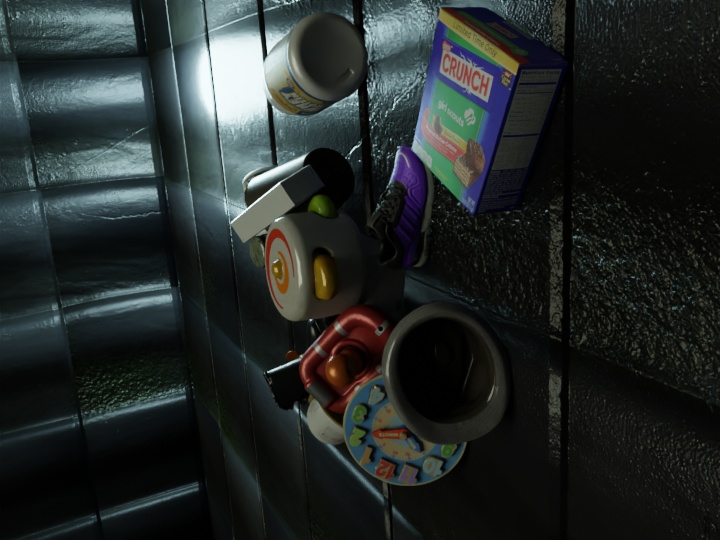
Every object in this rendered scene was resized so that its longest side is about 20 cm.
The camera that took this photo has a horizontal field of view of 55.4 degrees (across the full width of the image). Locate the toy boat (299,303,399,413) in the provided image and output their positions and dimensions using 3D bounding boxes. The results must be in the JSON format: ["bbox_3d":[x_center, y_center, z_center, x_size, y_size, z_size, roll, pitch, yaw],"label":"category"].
[{"bbox_3d":[-0.018,0.149,1.111,0.130,0.131,0.200,43,106,4],"label":"toy boat"}]

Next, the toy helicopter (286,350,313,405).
[{"bbox_3d":[-0.120,0.270,1.625,0.132,0.079,0.201,48,154,38],"label":"toy helicopter"}]

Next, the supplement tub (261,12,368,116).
[{"bbox_3d":[-0.088,-0.356,1.214,0.200,0.144,0.145,0,100,65],"label":"supplement tub"}]

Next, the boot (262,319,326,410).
[{"bbox_3d":[-0.126,0.197,1.441,0.073,0.162,0.199,-122,12,-50],"label":"boot"}]

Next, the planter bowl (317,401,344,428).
[{"bbox_3d":[0.020,0.186,1.222,0.083,0.199,0.202,-40,-56,-75],"label":"planter bowl"}]

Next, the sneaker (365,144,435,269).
[{"bbox_3d":[0.056,-0.092,1.064,0.070,0.099,0.201,31,128,55],"label":"sneaker"}]

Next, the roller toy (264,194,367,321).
[{"bbox_3d":[-0.083,-0.007,1.164,0.201,0.139,0.183,66,150,30],"label":"roller toy"}]

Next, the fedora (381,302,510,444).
[{"bbox_3d":[0.121,0.140,0.993,0.090,0.176,0.201,-66,-47,-81],"label":"fedora"}]

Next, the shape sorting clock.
[{"bbox_3d":[0.070,0.254,1.090,0.039,0.199,0.201,-66,-24,-69],"label":"shape sorting clock"}]

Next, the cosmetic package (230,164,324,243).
[{"bbox_3d":[-0.155,-0.119,1.245,0.051,0.083,0.200,54,141,-7],"label":"cosmetic package"}]

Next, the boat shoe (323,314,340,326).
[{"bbox_3d":[-0.045,0.091,1.401,0.200,0.060,0.076,14,112,63],"label":"boat shoe"}]

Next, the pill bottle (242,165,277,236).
[{"bbox_3d":[-0.195,-0.129,1.572,0.112,0.112,0.201,-44,60,61],"label":"pill bottle"}]

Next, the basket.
[{"bbox_3d":[-0.107,-0.152,1.344,0.200,0.180,0.137,-21,48,55],"label":"basket"}]

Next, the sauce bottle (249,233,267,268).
[{"bbox_3d":[-0.113,-0.053,1.321,0.065,0.199,0.065,27,124,48],"label":"sauce bottle"}]

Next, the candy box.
[{"bbox_3d":[0.149,-0.199,0.852,0.169,0.077,0.201,55,145,42],"label":"candy box"}]

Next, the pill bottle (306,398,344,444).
[{"bbox_3d":[-0.030,0.276,1.381,0.200,0.114,0.115,-52,54,59],"label":"pill bottle"}]

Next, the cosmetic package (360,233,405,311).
[{"bbox_3d":[0.000,0.000,1.245,0.200,0.081,0.113,-156,61,-62],"label":"cosmetic package"}]
